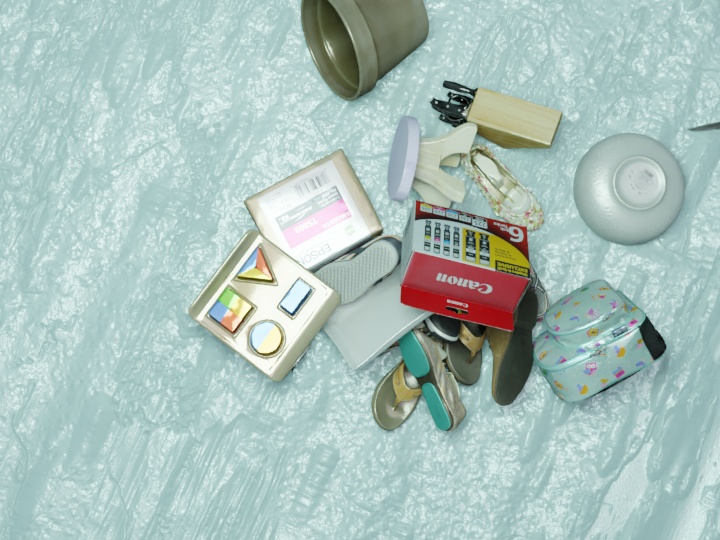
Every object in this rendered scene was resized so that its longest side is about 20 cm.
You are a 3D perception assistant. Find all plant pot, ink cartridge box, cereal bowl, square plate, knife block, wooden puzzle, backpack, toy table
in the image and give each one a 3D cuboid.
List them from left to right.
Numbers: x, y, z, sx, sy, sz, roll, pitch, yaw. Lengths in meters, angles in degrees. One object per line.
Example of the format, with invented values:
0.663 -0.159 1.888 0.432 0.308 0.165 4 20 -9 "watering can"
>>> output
-0.161 0.057 1.684 0.199 0.046 0.186 37 82 1 "wooden puzzle"
-0.081 -0.093 1.762 0.199 0.075 0.166 -29 86 -4 "ink cartridge box"
0.017 -0.421 1.746 0.173 0.200 0.201 -28 87 -20 "plant pot"
0.038 0.071 1.710 0.199 0.198 0.029 -38 121 -3 "square plate"
0.118 -0.183 1.724 0.116 0.185 0.201 13 43 -8 "toy table"
0.169 -0.009 1.627 0.198 0.084 0.176 13 42 -6 "ink cartridge box"
0.224 -0.274 1.736 0.174 0.200 0.065 23 85 -29 "knife block"
0.388 0.122 1.701 0.199 0.176 0.154 -38 107 7 "backpack"
0.481 -0.148 1.774 0.198 0.083 0.202 0 86 0 "cereal bowl"

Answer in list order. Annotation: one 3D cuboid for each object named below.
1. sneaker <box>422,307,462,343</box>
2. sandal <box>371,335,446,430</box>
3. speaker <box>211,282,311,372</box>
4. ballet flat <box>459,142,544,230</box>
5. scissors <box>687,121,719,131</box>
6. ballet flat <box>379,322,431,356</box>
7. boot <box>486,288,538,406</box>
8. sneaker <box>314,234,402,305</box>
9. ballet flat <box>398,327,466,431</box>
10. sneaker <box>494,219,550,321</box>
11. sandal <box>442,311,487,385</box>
0.149 0.023 1.716 0.071 0.083 0.202 16 55 -27 "sneaker"
0.092 0.190 1.754 0.080 0.054 0.200 42 85 0 "sandal"
-0.181 0.097 1.742 0.200 0.081 0.081 41 86 2 "speaker"
0.249 -0.147 1.778 0.200 0.064 0.076 44 87 1 "ballet flat"
0.694 -0.275 1.824 0.198 0.014 0.074 7 88 0 "scissors"
0.058 0.103 1.753 0.199 0.072 0.073 -21 87 -2 "ballet flat"
0.249 0.131 1.718 0.073 0.075 0.202 20 77 -38 "boot"
0.000 0.000 1.744 0.199 0.079 0.079 -26 96 34 "sneaker"
0.125 0.175 1.717 0.067 0.068 0.202 -22 92 -39 "ballet flat"
0.265 0.003 1.762 0.080 0.075 0.201 -33 88 -4 "sneaker"
0.195 0.099 1.753 0.081 0.054 0.202 16 81 -26 "sandal"
